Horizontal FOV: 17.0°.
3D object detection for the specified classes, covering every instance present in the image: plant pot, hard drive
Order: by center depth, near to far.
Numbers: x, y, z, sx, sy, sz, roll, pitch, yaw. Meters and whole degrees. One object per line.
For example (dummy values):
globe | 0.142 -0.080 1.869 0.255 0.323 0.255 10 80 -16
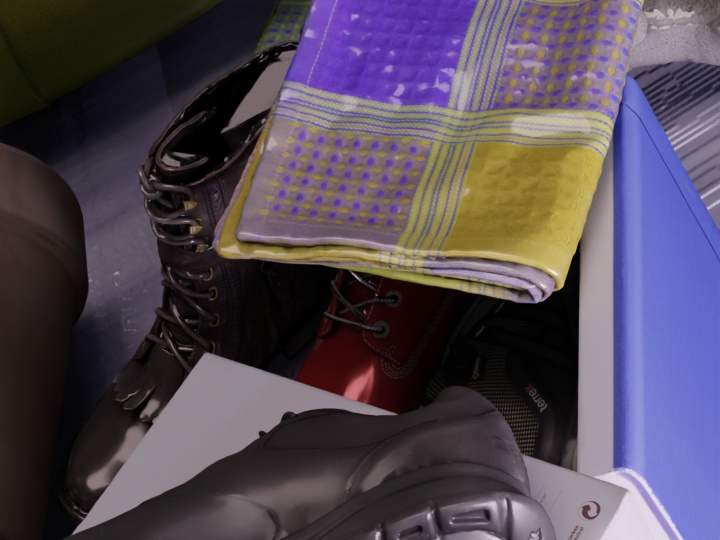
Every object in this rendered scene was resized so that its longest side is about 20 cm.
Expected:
hard drive | 0.121 0.037 0.958 0.025 0.132 0.201 -15 45 22
plant pot | -0.211 0.061 1.080 0.199 0.200 0.174 -18 62 10
plant pot | -0.140 -0.194 1.259 0.192 0.201 0.201 -19 45 2

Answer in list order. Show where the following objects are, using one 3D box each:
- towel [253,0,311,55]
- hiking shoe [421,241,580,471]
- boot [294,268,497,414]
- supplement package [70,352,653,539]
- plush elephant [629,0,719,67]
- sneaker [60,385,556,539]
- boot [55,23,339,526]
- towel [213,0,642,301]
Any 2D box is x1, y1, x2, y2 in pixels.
towel | 0.040 -0.142 1.240 0.199 0.023 0.144 0 52 26
hiking shoe | 0.072 0.029 1.030 0.100 0.076 0.201 -10 48 13
boot | 0.000 0.000 1.044 0.072 0.145 0.200 16 60 34
supplement package | -0.008 0.167 0.892 0.199 0.147 0.192 16 59 35
plush elephant | 0.075 -0.179 1.127 0.199 0.155 0.165 -14 47 14
sneaker | -0.033 0.095 0.825 0.199 0.076 0.091 -13 37 5
boot | -0.076 0.003 1.048 0.069 0.174 0.200 29 65 21
towel | 0.034 -0.075 0.965 0.143 0.023 0.201 8 56 20
